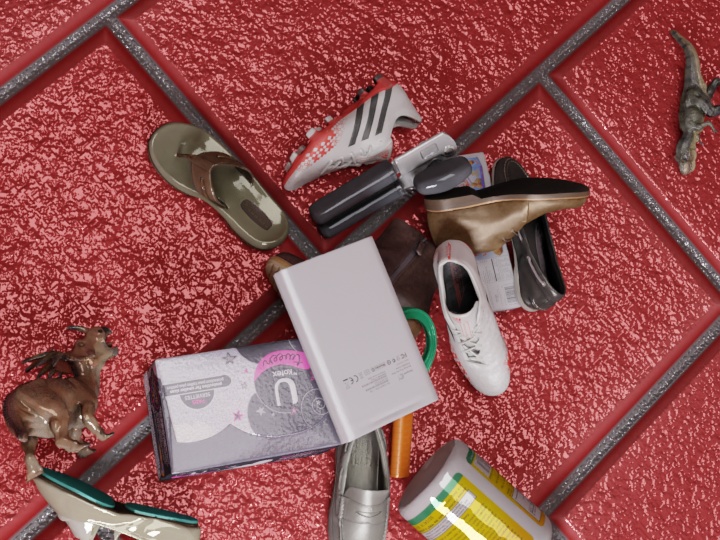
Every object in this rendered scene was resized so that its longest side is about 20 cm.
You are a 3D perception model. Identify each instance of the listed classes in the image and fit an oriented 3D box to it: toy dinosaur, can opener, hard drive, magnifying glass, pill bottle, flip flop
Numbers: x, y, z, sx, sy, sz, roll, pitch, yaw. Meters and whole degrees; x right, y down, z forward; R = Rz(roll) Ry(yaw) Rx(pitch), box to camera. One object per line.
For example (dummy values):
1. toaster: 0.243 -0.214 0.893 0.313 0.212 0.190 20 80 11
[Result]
1. toy dinosaur: -0.336 0.140 1.533 0.136 0.086 0.200 60 28 6
2. can opener: 0.034 -0.100 1.701 0.199 0.053 0.067 -27 43 1
3. hard drive: -0.004 0.075 1.590 0.131 0.026 0.201 -21 87 -33
4. magnifying glass: 0.051 0.143 1.668 0.079 0.022 0.202 -2 97 -37
5. pill bottle: 0.150 0.301 1.649 0.200 0.113 0.113 41 71 -4
6. flip flop: -0.163 -0.103 1.676 0.200 0.058 0.081 43 70 -3
7. toy dinosaur: 0.459 -0.226 1.890 0.087 0.047 0.202 5 73 -8

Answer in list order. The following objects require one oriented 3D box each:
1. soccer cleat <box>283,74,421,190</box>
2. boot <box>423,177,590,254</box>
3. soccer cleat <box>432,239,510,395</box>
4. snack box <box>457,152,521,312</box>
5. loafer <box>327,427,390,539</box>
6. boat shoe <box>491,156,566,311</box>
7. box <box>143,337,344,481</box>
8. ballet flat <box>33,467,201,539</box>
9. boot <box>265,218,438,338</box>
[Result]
1. soccer cleat: -0.010 -0.153 1.720 0.085 0.069 0.200 46 66 2
2. boot: 0.180 -0.067 1.718 0.198 0.074 0.076 -7 104 7
3. soccer cleat: 0.129 0.062 1.688 0.068 0.085 0.202 -14 102 12
4. snack box: 0.142 -0.045 1.768 0.071 0.024 0.202 -10 81 -18
5. loafer: 0.000 0.263 1.636 0.069 0.070 0.202 1 78 -16
6. boat shoe: 0.214 -0.050 1.762 0.066 0.057 0.202 -1 76 -41
7. box: -0.132 0.153 1.599 0.198 0.115 0.133 -7 80 -18
8. ballet flat: -0.274 0.277 1.561 0.199 0.069 0.070 21 73 -11
9. boot: 0.000 0.000 1.708 0.199 0.072 0.167 35 59 -5
